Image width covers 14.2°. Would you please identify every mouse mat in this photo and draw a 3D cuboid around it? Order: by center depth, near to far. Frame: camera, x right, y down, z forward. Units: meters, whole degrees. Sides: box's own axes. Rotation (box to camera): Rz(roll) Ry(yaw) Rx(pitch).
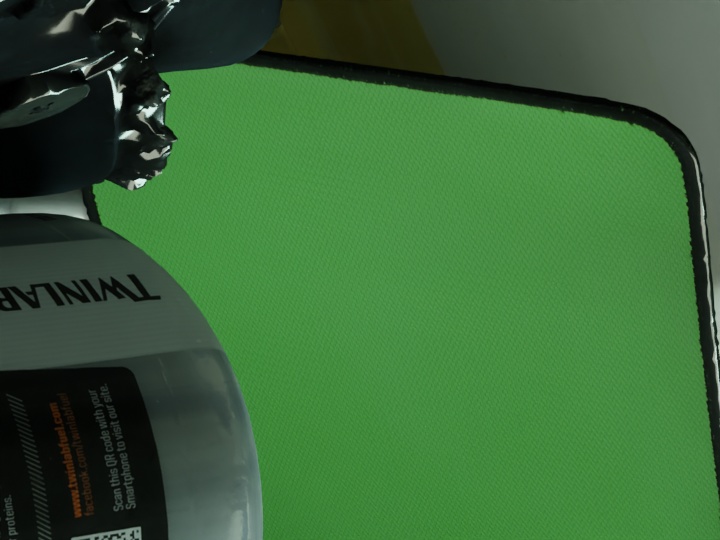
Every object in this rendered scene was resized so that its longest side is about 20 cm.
[{"bbox_3d":[0.013,0.028,0.691,0.160,0.200,0.008,10,-135,23],"label":"mouse mat"}]

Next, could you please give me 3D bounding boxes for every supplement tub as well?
[{"bbox_3d":[-0.128,0.054,0.557,0.200,0.123,0.122,-6,165,-43],"label":"supplement tub"}]

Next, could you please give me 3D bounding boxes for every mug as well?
[{"bbox_3d":[0.053,-0.036,0.730,0.149,0.154,0.186,-15,171,-41],"label":"mug"}]

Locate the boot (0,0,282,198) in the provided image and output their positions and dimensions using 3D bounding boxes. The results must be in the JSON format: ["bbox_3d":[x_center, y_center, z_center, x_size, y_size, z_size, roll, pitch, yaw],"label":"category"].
[{"bbox_3d":[-0.106,-0.042,0.552,0.200,0.077,0.168,-25,170,-7],"label":"boot"}]

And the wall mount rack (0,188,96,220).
[{"bbox_3d":[-0.148,0.051,0.684,0.074,0.201,0.174,21,-151,35],"label":"wall mount rack"}]
